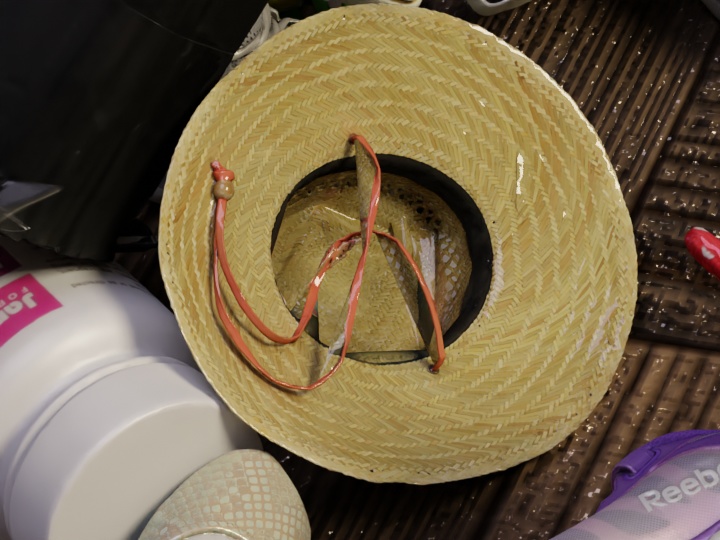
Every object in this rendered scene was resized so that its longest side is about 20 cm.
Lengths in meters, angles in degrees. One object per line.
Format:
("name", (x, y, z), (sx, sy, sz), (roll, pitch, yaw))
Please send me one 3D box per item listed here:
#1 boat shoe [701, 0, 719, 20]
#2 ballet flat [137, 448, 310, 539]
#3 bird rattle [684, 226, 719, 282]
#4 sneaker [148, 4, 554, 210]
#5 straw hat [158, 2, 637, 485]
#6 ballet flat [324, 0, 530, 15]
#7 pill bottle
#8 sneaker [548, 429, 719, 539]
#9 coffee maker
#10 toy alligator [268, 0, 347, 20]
("boat shoe", (0.160, -0.170, 1.212), (0.071, 0.072, 0.200), (-22, 46, -7))
("ballet flat", (-0.072, 0.150, 0.982), (0.200, 0.067, 0.062), (-58, 12, -16))
("bird rattle", (0.210, -0.001, 0.906), (0.163, 0.200, 0.113), (-14, 78, 45))
("sneaker", (-0.023, -0.085, 1.170), (0.199, 0.116, 0.075), (-6, 45, 17))
("straw hat", (0.000, 0.000, 1.096), (0.201, 0.201, 0.085), (-53, 9, -29))
("ballet flat", (0.030, -0.137, 1.199), (0.199, 0.067, 0.064), (-11, 79, -22))
("pill bottle", (-0.129, 0.041, 1.091), (0.113, 0.114, 0.200), (-37, 46, -15))
("sneaker", (0.101, 0.101, 0.974), (0.200, 0.081, 0.089), (-19, 38, -5))
("coffee maker", (-0.089, -0.112, 1.044), (0.200, 0.134, 0.192), (-59, 8, 9))
("toy alligator", (-0.039, -0.110, 1.251), (0.200, 0.059, 0.054), (-30, 85, -9))
